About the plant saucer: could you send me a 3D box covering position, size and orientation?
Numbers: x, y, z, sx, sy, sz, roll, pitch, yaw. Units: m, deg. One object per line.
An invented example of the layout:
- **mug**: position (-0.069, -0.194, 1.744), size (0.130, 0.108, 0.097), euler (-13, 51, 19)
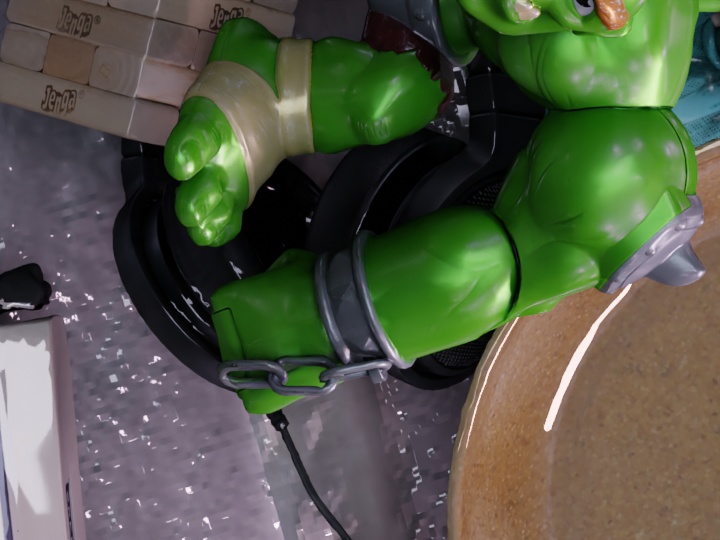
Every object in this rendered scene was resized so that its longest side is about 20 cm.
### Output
- **plant saucer**: position (0.121, 0.057, 0.708), size (0.199, 0.035, 0.201), euler (0, 101, 1)

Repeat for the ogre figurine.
- **ogre figurine**: position (0.022, -0.071, 0.660), size (0.119, 0.098, 0.201), euler (0, 73, 15)

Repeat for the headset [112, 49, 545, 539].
- **headset**: position (0.000, 0.000, 0.762), size (0.123, 0.094, 0.201), euler (-4, 85, 36)

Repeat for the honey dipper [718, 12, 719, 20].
- **honey dipper**: position (0.092, -0.115, 0.757), size (0.038, 0.038, 0.201), euler (-7, 74, -7)

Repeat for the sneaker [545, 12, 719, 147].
- **sneaker**: position (0.137, -0.067, 0.783), size (0.199, 0.080, 0.078), euler (-4, 96, -7)

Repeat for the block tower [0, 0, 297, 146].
- **block tower**: position (-0.039, -0.133, 0.721), size (0.054, 0.058, 0.201), euler (10, 96, -52)

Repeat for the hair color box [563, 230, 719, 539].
- **hair color box**: position (0.126, 0.073, 0.783), size (0.061, 0.102, 0.200), euler (-36, 98, -1)

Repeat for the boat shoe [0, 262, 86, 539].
- **boat shoe**: position (-0.120, 0.102, 0.772), size (0.092, 0.075, 0.201), euler (-5, 88, -1)
